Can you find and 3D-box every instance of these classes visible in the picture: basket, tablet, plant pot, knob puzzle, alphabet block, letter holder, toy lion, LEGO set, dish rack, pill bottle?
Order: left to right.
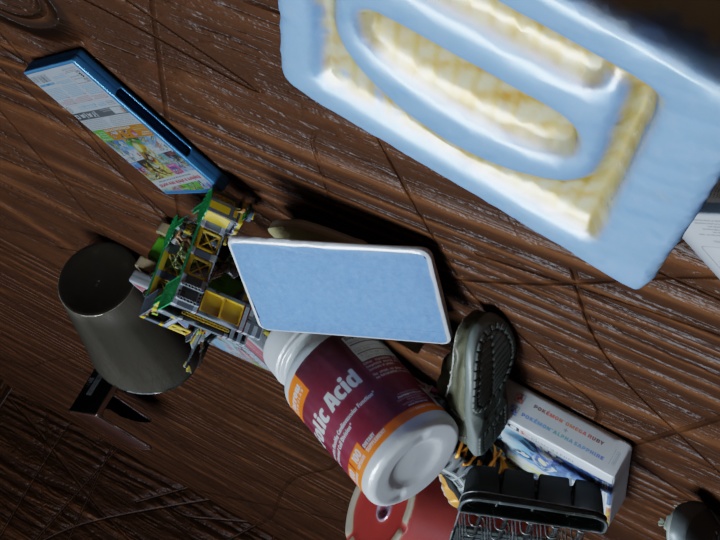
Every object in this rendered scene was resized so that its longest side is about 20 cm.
[{"bbox_3d":[-0.328,0.060,2.105,0.179,0.137,0.201,21,156,24],"label":"basket"},{"bbox_3d":[-0.458,0.271,2.989,0.142,0.101,0.199,36,163,-19],"label":"letter holder"},{"bbox_3d":[-0.141,0.010,1.578,0.115,0.155,0.200,23,155,-17],"label":"LEGO set"},{"bbox_3d":[-0.153,0.035,1.842,0.198,0.069,0.192,29,170,16],"label":"toy lion"},{"bbox_3d":[-0.018,0.017,1.432,0.197,0.014,0.131,3,139,19],"label":"tablet"},{"bbox_3d":[-0.004,0.126,1.531,0.200,0.114,0.114,46,173,32],"label":"pill bottle"},{"bbox_3d":[0.000,0.000,1.495,0.218,0.031,0.220,31,164,10],"label":"knob puzzle"},{"bbox_3d":[0.091,0.300,1.784,0.176,0.203,0.200,25,168,-27],"label":"plant pot"},{"bbox_3d":[0.168,0.272,1.618,0.151,0.055,0.201,10,145,0],"label":"dish rack"},{"bbox_3d":[0.094,-0.147,0.611,0.194,0.201,0.197,31,163,6],"label":"alphabet block"}]

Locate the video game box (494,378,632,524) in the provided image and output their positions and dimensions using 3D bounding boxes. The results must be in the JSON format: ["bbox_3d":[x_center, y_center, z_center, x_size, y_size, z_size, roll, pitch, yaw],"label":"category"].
[{"bbox_3d":[0.196,0.188,1.638,0.181,0.047,0.200,30,163,19],"label":"video game box"}]

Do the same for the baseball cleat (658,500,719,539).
[{"bbox_3d":[0.384,0.290,1.563,0.106,0.070,0.200,9,161,40],"label":"baseball cleat"}]

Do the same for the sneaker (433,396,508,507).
[{"bbox_3d":[0.113,0.194,1.628,0.076,0.079,0.200,8,155,32],"label":"sneaker"}]

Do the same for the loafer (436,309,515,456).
[{"bbox_3d":[0.102,0.105,1.487,0.069,0.075,0.201,31,147,25],"label":"loafer"}]

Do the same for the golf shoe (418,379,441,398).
[{"bbox_3d":[0.047,0.136,1.753,0.091,0.076,0.200,-5,143,29],"label":"golf shoe"}]

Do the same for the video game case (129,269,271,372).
[{"bbox_3d":[-0.161,0.065,1.752,0.199,0.018,0.143,20,162,44],"label":"video game case"}]

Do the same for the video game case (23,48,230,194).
[{"bbox_3d":[-0.235,-0.145,1.545,0.200,0.018,0.143,42,161,-26],"label":"video game case"}]

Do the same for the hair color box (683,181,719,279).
[{"bbox_3d":[0.283,0.004,0.933,0.200,0.061,0.099,43,161,-28],"label":"hair color box"}]
